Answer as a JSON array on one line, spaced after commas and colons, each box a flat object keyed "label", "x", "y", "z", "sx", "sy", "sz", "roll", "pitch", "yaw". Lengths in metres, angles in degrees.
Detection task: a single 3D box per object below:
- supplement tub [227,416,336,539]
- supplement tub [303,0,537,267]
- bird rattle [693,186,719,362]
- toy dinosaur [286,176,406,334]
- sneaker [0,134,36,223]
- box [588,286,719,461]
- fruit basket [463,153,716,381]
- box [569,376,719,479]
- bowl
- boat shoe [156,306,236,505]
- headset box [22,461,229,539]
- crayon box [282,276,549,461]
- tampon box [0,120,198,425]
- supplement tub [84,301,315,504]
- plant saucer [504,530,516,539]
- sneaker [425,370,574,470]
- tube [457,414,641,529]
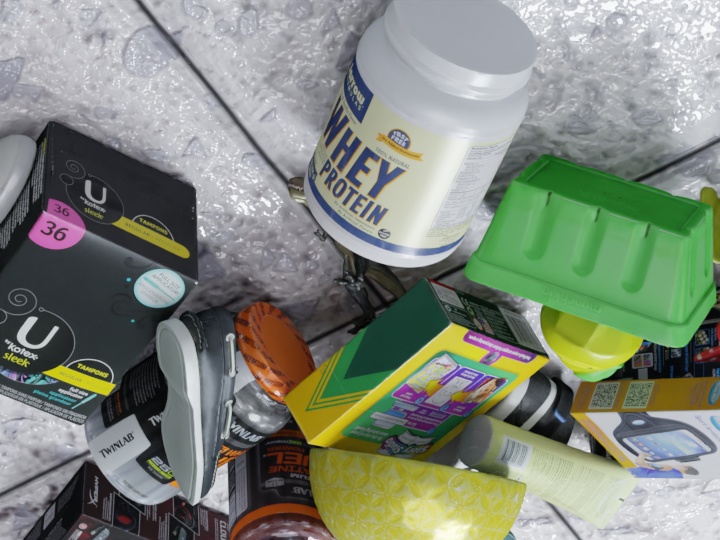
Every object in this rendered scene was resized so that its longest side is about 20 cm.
[{"label": "supplement tub", "x": -0.072, "y": 0.230, "z": 1.806, "sx": 0.106, "sy": 0.201, "sz": 0.107, "roll": -3, "pitch": 132, "yaw": -3}, {"label": "supplement tub", "x": 0.049, "y": -0.119, "z": 1.547, "sx": 0.144, "sy": 0.146, "sz": 0.201, "roll": 12, "pitch": 129, "yaw": -15}, {"label": "bird rattle", "x": 0.379, "y": 0.009, "z": 1.698, "sx": 0.162, "sy": 0.112, "sz": 0.201, "roll": -28, "pitch": 118, "yaw": -26}, {"label": "toy dinosaur", "x": 0.000, "y": 0.000, "z": 1.684, "sx": 0.047, "sy": 0.089, "sz": 0.200, "roll": -17, "pitch": 131, "yaw": 23}, {"label": "sneaker", "x": -0.358, "y": -0.058, "z": 1.611, "sx": 0.200, "sy": 0.073, "sz": 0.085, "roll": -36, "pitch": 127, "yaw": 26}, {"label": "box", "x": 0.296, "y": 0.109, "z": 1.835, "sx": 0.158, "sy": 0.046, "sz": 0.201, "roll": -8, "pitch": 131, "yaw": 2}, {"label": "fruit basket", "x": 0.199, "y": 0.021, "z": 1.655, "sx": 0.214, "sy": 0.155, "sz": 0.217, "roll": 8, "pitch": 112, "yaw": 22}, {"label": "box", "x": 0.303, "y": 0.145, "z": 1.746, "sx": 0.199, "sy": 0.042, "sz": 0.119, "roll": -4, "pitch": 142, "yaw": 46}, {"label": "bowl", "x": 0.044, "y": 0.228, "z": 1.726, "sx": 0.198, "sy": 0.109, "sz": 0.200, "roll": 9, "pitch": 173, "yaw": 1}, {"label": "boat shoe", "x": -0.133, "y": 0.118, "z": 1.644, "sx": 0.060, "sy": 0.076, "sz": 0.201, "roll": -20, "pitch": 138, "yaw": -25}, {"label": "headset box", "x": -0.227, "y": 0.295, "z": 1.933, "sx": 0.199, "sy": 0.075, "sz": 0.149, "roll": 26, "pitch": 124, "yaw": -25}, {"label": "crayon box", "x": 0.053, "y": 0.096, "z": 1.725, "sx": 0.172, "sy": 0.058, "sz": 0.200, "roll": -40, "pitch": 152, "yaw": 18}, {"label": "tampon box", "x": -0.251, "y": 0.005, "z": 1.641, "sx": 0.149, "sy": 0.127, "sz": 0.200, "roll": 24, "pitch": 125, "yaw": -25}, {"label": "supplement tub", "x": -0.145, "y": 0.119, "z": 1.754, "sx": 0.199, "sy": 0.123, "sz": 0.122, "roll": -33, "pitch": 126, "yaw": 23}, {"label": "plant saucer", "x": 0.059, "y": 0.272, "z": 1.931, "sx": 0.198, "sy": 0.028, "sz": 0.200, "roll": -3, "pitch": 155, "yaw": -1}, {"label": "sneaker", "x": 0.133, "y": 0.179, "z": 1.864, "sx": 0.111, "sy": 0.073, "sz": 0.200, "roll": 27, "pitch": 123, "yaw": -25}, {"label": "tube", "x": 0.181, "y": 0.191, "z": 1.820, "sx": 0.199, "sy": 0.052, "sz": 0.058, "roll": 23, "pitch": 152, "yaw": -31}]
